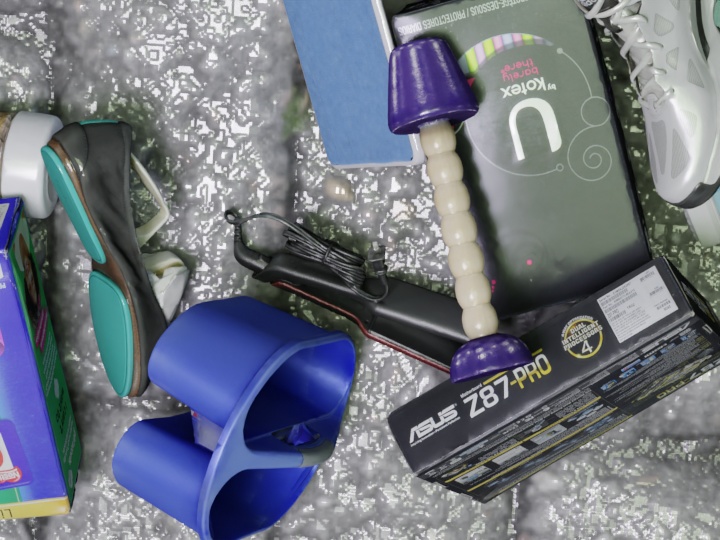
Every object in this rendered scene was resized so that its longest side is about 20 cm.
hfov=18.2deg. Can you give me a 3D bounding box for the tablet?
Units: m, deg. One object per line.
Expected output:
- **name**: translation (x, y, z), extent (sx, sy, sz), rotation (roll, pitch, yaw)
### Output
- **tablet**: translation (-0.015, -0.162, 1.412), extent (0.014, 0.130, 0.202), rotation (-21, 100, -24)

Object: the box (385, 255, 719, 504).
- **box**: translation (0.131, 0.073, 1.416), extent (0.199, 0.161, 0.049), rotation (-32, 69, 11)

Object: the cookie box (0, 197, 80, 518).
- **cookie box**: translation (-0.284, 0.065, 1.464), extent (0.170, 0.075, 0.201), rotation (-6, 120, 6)

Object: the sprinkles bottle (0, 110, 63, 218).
- **sprinkles bottle**: translation (-0.296, -0.080, 1.477), extent (0.198, 0.068, 0.069), rotation (8, 102, 4)

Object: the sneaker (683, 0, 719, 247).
- **sneaker**: translation (0.229, -0.116, 1.415), extent (0.081, 0.074, 0.202), rotation (-7, 100, 12)

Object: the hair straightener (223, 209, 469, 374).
- **hair straightener**: translation (0.000, 0.000, 1.471), extent (0.199, 0.041, 0.077), rotation (27, 136, 8)

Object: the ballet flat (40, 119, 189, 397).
- **ballet flat**: translation (-0.149, -0.009, 1.468), extent (0.068, 0.068, 0.201), rotation (-25, 125, -20)

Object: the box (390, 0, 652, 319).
- **box**: translation (0.104, -0.083, 1.418), extent (0.121, 0.106, 0.202), rotation (-15, 100, 9)

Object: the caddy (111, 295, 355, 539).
- **caddy**: translation (-0.068, 0.098, 1.430), extent (0.104, 0.200, 0.142), rotation (24, 102, 18)

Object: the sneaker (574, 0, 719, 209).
- **sneaker**: translation (0.157, -0.138, 1.333), extent (0.115, 0.076, 0.202), rotation (2, 81, -28)

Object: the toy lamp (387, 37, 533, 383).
- **toy lamp**: translation (0.057, -0.038, 1.333), extent (0.058, 0.058, 0.202), rotation (-15, 85, 8)
